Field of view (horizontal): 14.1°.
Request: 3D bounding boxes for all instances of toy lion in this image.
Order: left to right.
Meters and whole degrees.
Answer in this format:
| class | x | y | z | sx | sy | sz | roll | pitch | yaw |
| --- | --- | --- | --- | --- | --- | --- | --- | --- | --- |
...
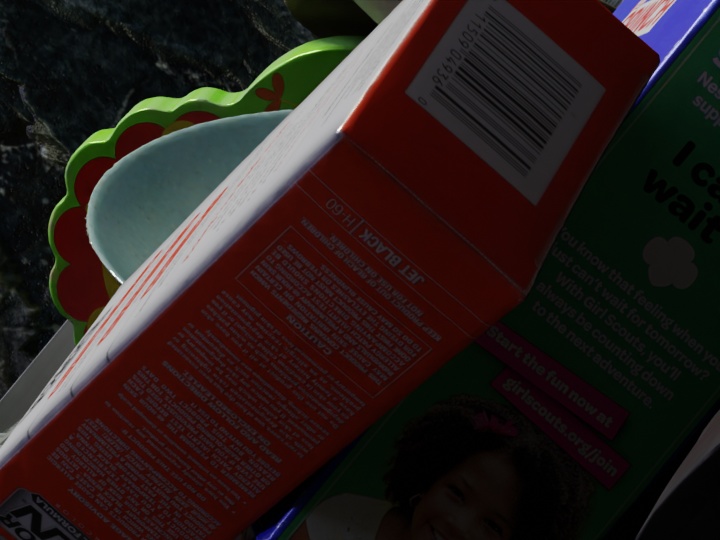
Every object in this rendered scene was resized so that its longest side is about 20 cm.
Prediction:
| class | x | y | z | sx | sy | sz | roll | pitch | yaw |
| --- | --- | --- | --- | --- | --- | --- | --- | --- | --- |
| toy lion | -0.036 | -0.020 | 1.304 | 0.200 | 0.191 | 0.069 | -60 | 1 | 18 |

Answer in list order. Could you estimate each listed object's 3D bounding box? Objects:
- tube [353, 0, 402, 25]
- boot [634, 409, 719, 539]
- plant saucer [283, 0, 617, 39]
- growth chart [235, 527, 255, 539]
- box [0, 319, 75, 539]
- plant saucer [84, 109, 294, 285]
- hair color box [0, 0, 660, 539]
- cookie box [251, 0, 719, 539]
| class | x | y | z | sx | sy | sz | roll | pitch | yaw |
| --- | --- | --- | --- | --- | --- | --- | --- | --- | --- |
| tube | 0.043 | -0.083 | 1.010 | 0.052 | 0.200 | 0.058 | -48 | 4 | -7 |
| boot | 0.143 | -0.028 | 0.462 | 0.200 | 0.068 | 0.188 | -43 | -10 | -43 |
| plant saucer | 0.049 | -0.104 | 1.289 | 0.200 | 0.200 | 0.030 | 148 | 143 | -80 |
| growth chart | -0.043 | 0.072 | 1.102 | 0.200 | 0.018 | 0.145 | -35 | -52 | -59 |
| box | -0.156 | 0.116 | 1.850 | 0.200 | 0.158 | 0.050 | -50 | 3 | -2 |
| plant saucer | 0.000 | 0.000 | 1.057 | 0.201 | 0.200 | 0.039 | -56 | -25 | -58 |
| hair color box | -0.016 | 0.005 | 0.757 | 0.200 | 0.061 | 0.102 | -41 | 11 | 46 |
| cookie box | 0.057 | 0.013 | 0.820 | 0.200 | 0.075 | 0.171 | -51 | 5 | -1 |
